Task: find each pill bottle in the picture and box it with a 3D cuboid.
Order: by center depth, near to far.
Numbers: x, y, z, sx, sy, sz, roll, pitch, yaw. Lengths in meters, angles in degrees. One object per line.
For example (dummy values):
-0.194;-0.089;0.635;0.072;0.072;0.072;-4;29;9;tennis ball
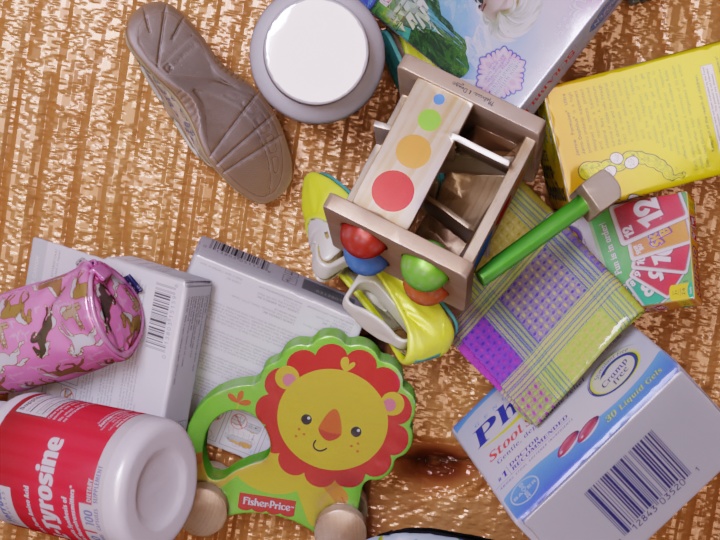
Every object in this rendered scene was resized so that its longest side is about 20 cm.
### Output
-0.036;-0.176;1.242;0.110;0.200;0.112;0;95;-2;pill bottle
-0.243;0.163;1.249;0.198;0.112;0.113;7;97;30;pill bottle

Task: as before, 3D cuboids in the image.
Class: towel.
0.136;0.020;1.290;0.144;0.023;0.200;-49;53;10;towel

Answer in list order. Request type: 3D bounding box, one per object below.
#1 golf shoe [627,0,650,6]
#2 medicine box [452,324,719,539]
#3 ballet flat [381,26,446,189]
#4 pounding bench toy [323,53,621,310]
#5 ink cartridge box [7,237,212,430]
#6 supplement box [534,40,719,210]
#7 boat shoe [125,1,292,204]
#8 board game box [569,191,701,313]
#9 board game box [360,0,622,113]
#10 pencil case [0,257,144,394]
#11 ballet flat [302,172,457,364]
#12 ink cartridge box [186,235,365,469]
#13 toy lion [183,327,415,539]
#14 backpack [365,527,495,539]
0.189;-0.270;1.315;0.198;0.078;0.098;-18;83;-8;golf shoe
0.195;0.141;1.279;0.182;0.200;0.103;-44;111;2;medicine box
0.075;-0.128;1.320;0.066;0.067;0.202;-16;90;-15;ballet flat
0.088;-0.043;1.199;0.199;0.124;0.157;26;79;9;pounding bench toy
-0.226;0.085;1.325;0.172;0.043;0.202;16;99;29;ink cartridge box
0.256;-0.127;1.304;0.198;0.109;0.111;-15;94;0;supplement box
-0.132;-0.146;1.317;0.073;0.063;0.201;-37;100;-14;boat shoe
0.191;-0.003;1.297;0.198;0.030;0.096;-11;67;29;board game box
0.116;-0.254;1.249;0.199;0.041;0.201;40;98;19;board game box
-0.280;0.053;1.279;0.199;0.087;0.083;-17;140;26;pencil case
0.000;0.000;1.291;0.067;0.067;0.200;-32;73;-29;ballet flat
-0.104;0.090;1.354;0.161;0.057;0.201;22;115;-5;ink cartridge box
-0.054;0.143;1.319;0.198;0.069;0.194;8;104;1;toy lion
0.072;0.287;1.285;0.199;0.163;0.155;29;57;-16;backpack
